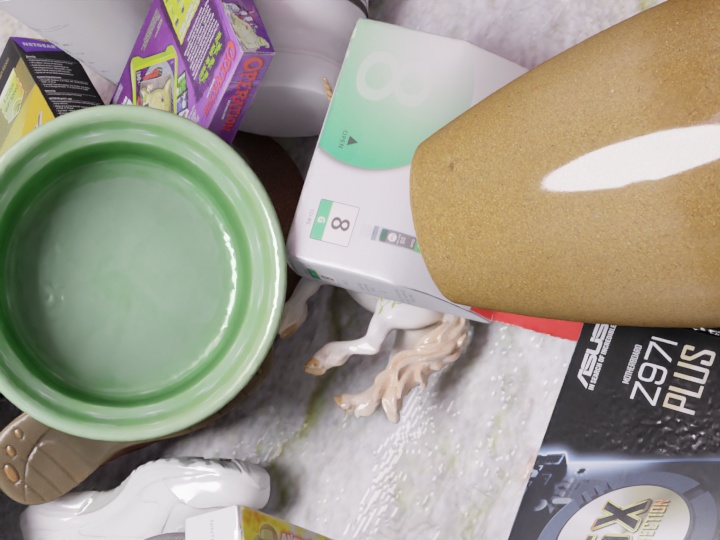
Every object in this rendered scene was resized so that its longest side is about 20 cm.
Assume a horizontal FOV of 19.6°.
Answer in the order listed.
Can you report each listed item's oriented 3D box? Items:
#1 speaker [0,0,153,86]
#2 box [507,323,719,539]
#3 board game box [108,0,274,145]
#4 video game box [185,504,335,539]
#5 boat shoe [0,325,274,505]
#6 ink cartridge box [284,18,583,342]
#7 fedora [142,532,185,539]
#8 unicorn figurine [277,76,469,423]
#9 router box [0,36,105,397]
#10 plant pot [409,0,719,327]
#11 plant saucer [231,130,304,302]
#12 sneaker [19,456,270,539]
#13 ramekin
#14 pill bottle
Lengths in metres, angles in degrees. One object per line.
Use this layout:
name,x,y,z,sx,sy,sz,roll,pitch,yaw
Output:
speaker,-0.177,-0.180,1.430,0.081,0.200,0.082,-12,65,28
box,0.180,0.133,1.145,0.163,0.086,0.202,16,81,37
board game box,-0.118,-0.117,1.372,0.201,0.032,0.121,-59,40,44
video game box,-0.024,0.243,1.167,0.046,0.200,0.184,-14,64,30
boat shoe,-0.151,0.083,1.367,0.199,0.068,0.072,-28,99,-3
ink cartridge box,0.069,-0.054,1.271,0.198,0.050,0.162,13,77,18
fedora,-0.105,0.264,1.266,0.176,0.091,0.201,-23,58,0
unicorn figurine,0.000,0.000,1.334,0.137,0.074,0.200,-44,68,0
router box,-0.231,-0.036,1.457,0.158,0.052,0.201,56,130,35
plant pot,0.134,-0.047,1.122,0.198,0.186,0.188,-12,66,24
plant saucer,-0.124,-0.013,1.437,0.199,0.034,0.202,-12,67,30
sneaker,-0.133,0.181,1.352,0.199,0.078,0.100,-22,69,34
ramekin,-0.147,0.003,1.283,0.198,0.098,0.202,0,88,-6
pill bottle,-0.051,-0.201,1.406,0.115,0.116,0.202,-8,71,31
